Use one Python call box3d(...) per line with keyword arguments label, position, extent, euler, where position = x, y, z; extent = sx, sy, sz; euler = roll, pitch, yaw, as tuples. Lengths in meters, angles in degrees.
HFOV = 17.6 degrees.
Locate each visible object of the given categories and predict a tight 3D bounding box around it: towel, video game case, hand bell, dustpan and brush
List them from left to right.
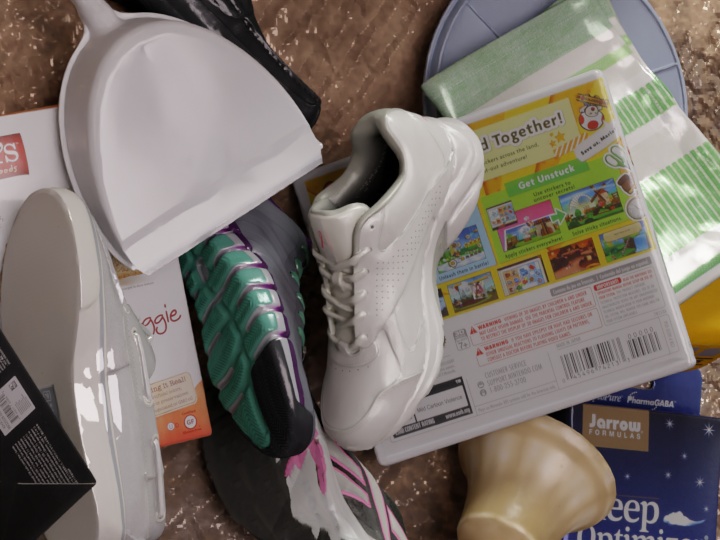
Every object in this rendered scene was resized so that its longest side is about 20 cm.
box3d(label="dustpan and brush", position=(-0.126, -0.115, 1.295), extent=(0.139, 0.057, 0.201), euler=(-33, 103, -22))
box3d(label="hand bell", position=(0.069, 0.188, 1.362), extent=(0.104, 0.104, 0.201), euler=(45, 48, -17))
box3d(label="video game case", position=(0.077, 0.000, 1.381), extent=(0.198, 0.023, 0.184), euler=(-19, 85, 13))
box3d(label="towel", position=(0.150, -0.068, 1.431), extent=(0.152, 0.023, 0.201), euler=(-33, 85, -30))

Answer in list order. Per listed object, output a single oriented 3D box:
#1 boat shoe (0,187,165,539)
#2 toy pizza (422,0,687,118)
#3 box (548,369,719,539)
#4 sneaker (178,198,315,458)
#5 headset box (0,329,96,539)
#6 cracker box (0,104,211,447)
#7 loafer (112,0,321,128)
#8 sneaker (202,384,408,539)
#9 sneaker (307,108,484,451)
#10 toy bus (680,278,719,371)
box3d(label="boat shoe", position=(-0.141, 0.055, 1.259), extent=(0.068, 0.072, 0.202), euler=(-7, 83, -48))
box3d(label="toy pizza", position=(0.122, -0.104, 1.486), extent=(0.199, 0.032, 0.202), euler=(2, 86, -28))
box3d(label="box", position=(0.173, 0.156, 1.493), extent=(0.120, 0.032, 0.202), euler=(7, 82, -26))
box3d(label="sneaker", position=(-0.050, 0.011, 1.332), extent=(0.087, 0.075, 0.201), euler=(-6, 60, -34))
box3d(label="headset box", position=(-0.243, 0.050, 1.191), extent=(0.075, 0.199, 0.149), euler=(-42, 130, -21))
box3d(label="cracker box", position=(-0.170, 0.010, 1.313), extent=(0.133, 0.058, 0.202), euler=(-12, 91, -28))
box3d(label="loafer", position=(-0.092, -0.159, 1.359), extent=(0.200, 0.068, 0.071), euler=(43, 77, -14))
box3d(label="sneaker", position=(-0.023, 0.137, 1.379), extent=(0.086, 0.080, 0.201), euler=(-16, 81, -64))
box3d(label="sneaker", position=(0.000, 0.000, 1.327), extent=(0.099, 0.078, 0.202), euler=(19, 81, -46))
box3d(label="toy bus", position=(0.136, 0.024, 1.450), extent=(0.198, 0.078, 0.066), euler=(4, 69, -27))
